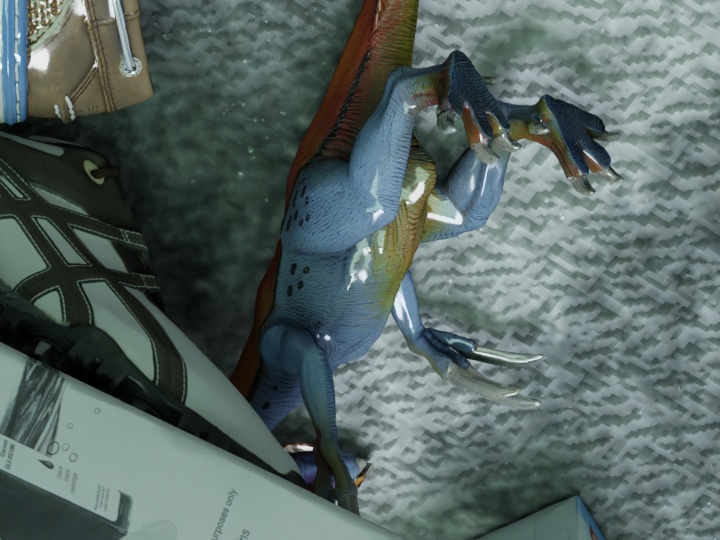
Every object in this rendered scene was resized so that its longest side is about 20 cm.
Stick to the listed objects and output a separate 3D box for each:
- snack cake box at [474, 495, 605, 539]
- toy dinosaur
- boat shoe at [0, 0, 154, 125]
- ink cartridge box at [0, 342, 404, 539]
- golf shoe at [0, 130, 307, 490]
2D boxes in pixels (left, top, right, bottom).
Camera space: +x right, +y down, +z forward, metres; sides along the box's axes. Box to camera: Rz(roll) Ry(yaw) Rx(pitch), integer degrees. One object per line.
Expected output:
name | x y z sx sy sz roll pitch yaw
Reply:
snack cake box | 0.074 0.194 0.846 0.114 0.067 0.201 -26 111 15
toy dinosaur | 0.000 0.000 0.775 0.181 0.105 0.201 -37 67 35
boat shoe | -0.085 -0.142 0.703 0.072 0.072 0.201 1 117 -11
ink cartridge box | -0.109 0.096 0.694 0.199 0.084 0.144 27 144 -6
golf shoe | -0.087 0.005 0.734 0.199 0.095 0.078 36 145 5
